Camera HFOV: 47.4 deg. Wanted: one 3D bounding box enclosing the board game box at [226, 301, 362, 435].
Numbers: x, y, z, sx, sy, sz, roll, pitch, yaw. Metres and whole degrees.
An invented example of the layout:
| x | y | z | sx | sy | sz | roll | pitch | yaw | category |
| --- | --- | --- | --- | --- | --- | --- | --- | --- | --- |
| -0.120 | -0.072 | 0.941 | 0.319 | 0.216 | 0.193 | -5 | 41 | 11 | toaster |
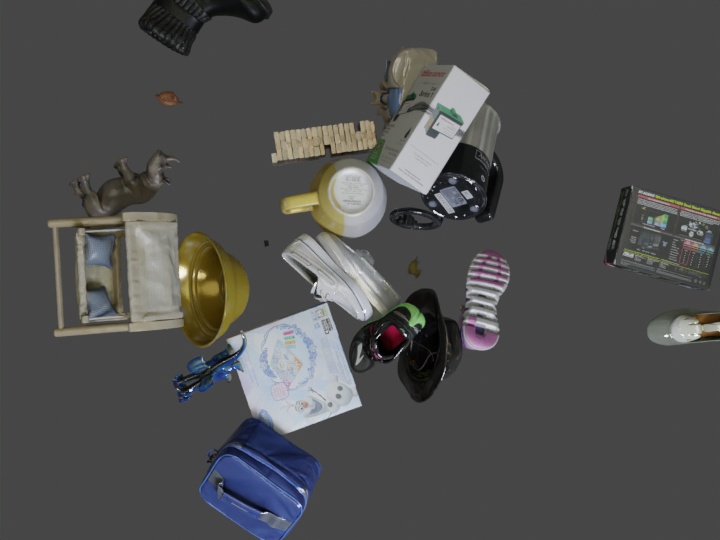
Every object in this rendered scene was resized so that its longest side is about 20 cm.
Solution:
| x | y | z | sx | sy | sz | roll | pitch | yaw | category |
| --- | --- | --- | --- | --- | --- | --- | --- | --- | --- |
| -0.121 | 0.186 | 1.509 | 0.196 | 0.043 | 0.203 | -19 | 92 | -4 | board game box |

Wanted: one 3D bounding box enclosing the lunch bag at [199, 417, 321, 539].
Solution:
| x | y | z | sx | sy | sz | roll | pitch | yaw | category |
| --- | --- | --- | --- | --- | --- | --- | --- | --- | --- |
| -0.183 | 0.369 | 1.439 | 0.199 | 0.133 | 0.137 | 33 | 118 | -2 | lunch bag |

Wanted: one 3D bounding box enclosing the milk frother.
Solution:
| x | y | z | sx | sy | sz | roll | pitch | yaw | category |
| --- | --- | --- | --- | --- | --- | --- | --- | --- | --- |
| 0.151 | -0.178 | 1.490 | 0.197 | 0.181 | 0.190 | 0 | 52 | 24 | milk frother |

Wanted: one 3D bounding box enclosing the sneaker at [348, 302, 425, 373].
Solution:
| x | y | z | sx | sy | sz | roll | pitch | yaw | category |
| --- | --- | --- | --- | --- | --- | --- | --- | --- | --- |
| 0.033 | 0.129 | 1.463 | 0.077 | 0.084 | 0.200 | 43 | 132 | -1 | sneaker |

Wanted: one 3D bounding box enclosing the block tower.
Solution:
| x | y | z | sx | sy | sz | roll | pitch | yaw | category |
| --- | --- | --- | --- | --- | --- | --- | --- | --- | --- |
| -0.068 | -0.235 | 1.507 | 0.197 | 0.054 | 0.059 | -10 | 90 | -4 | block tower |

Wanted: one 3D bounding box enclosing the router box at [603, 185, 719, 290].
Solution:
| x | y | z | sx | sy | sz | roll | pitch | yaw | category |
| --- | --- | --- | --- | --- | --- | --- | --- | --- | --- |
| 0.573 | -0.060 | 1.546 | 0.197 | 0.062 | 0.152 | 15 | 90 | -4 | router box |

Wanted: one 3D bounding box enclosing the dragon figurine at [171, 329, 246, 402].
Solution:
| x | y | z | sx | sy | sz | roll | pitch | yaw | category |
| --- | --- | --- | --- | --- | --- | --- | --- | --- | --- |
| -0.266 | 0.177 | 1.451 | 0.099 | 0.200 | 0.059 | -22 | 79 | -41 | dragon figurine |

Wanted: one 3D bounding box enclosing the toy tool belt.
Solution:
| x | y | z | sx | sy | sz | roll | pitch | yaw | category |
| --- | --- | --- | --- | --- | --- | --- | --- | --- | --- |
| 0.080 | -0.308 | 1.502 | 0.123 | 0.123 | 0.203 | 5 | 102 | -18 | toy tool belt |

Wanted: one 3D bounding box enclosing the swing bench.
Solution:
| x | y | z | sx | sy | sz | roll | pitch | yaw | category |
| --- | --- | --- | --- | --- | --- | --- | --- | --- | --- |
| -0.420 | 0.006 | 1.430 | 0.197 | 0.130 | 0.202 | -5 | 89 | 8 | swing bench |

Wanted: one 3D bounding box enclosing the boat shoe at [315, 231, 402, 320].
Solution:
| x | y | z | sx | sy | sz | roll | pitch | yaw | category |
| --- | --- | --- | --- | --- | --- | --- | --- | --- | --- |
| 0.000 | 0.000 | 1.509 | 0.068 | 0.072 | 0.200 | -41 | 86 | -23 | boat shoe |

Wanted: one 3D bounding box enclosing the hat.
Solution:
| x | y | z | sx | sy | sz | roll | pitch | yaw | category |
| --- | --- | --- | --- | --- | --- | --- | --- | --- | --- |
| 0.137 | 0.136 | 1.473 | 0.080 | 0.200 | 0.204 | 5 | 90 | -22 | hat |

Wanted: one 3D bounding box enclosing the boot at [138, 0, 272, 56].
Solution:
| x | y | z | sx | sy | sz | roll | pitch | yaw | category |
| --- | --- | --- | --- | --- | --- | --- | --- | --- | --- |
| -0.279 | -0.455 | 1.478 | 0.209 | 0.079 | 0.159 | 25 | 82 | 7 | boot |

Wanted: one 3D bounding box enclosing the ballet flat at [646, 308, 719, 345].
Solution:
| x | y | z | sx | sy | sz | roll | pitch | yaw | category |
| --- | --- | --- | --- | --- | --- | --- | --- | --- | --- |
| 0.646 | 0.105 | 1.551 | 0.197 | 0.064 | 0.069 | -4 | 90 | -4 | ballet flat |

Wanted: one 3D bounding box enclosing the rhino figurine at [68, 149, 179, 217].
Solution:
| x | y | z | sx | sy | sz | roll | pitch | yaw | category |
| --- | --- | --- | --- | --- | --- | --- | --- | --- | --- |
| -0.418 | -0.158 | 1.481 | 0.198 | 0.060 | 0.088 | -25 | 102 | -6 | rhino figurine |

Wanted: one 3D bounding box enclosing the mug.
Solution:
| x | y | z | sx | sy | sz | roll | pitch | yaw | category |
| --- | --- | --- | --- | --- | --- | --- | --- | --- | --- |
| -0.033 | -0.122 | 1.460 | 0.186 | 0.153 | 0.150 | -41 | 93 | -2 | mug |

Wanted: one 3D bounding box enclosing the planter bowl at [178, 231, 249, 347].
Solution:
| x | y | z | sx | sy | sz | roll | pitch | yaw | category |
| --- | --- | --- | --- | --- | --- | --- | --- | --- | --- |
| -0.254 | 0.032 | 1.458 | 0.083 | 0.199 | 0.204 | -2 | 90 | -39 | planter bowl |

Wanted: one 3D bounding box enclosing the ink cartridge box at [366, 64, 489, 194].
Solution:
| x | y | z | sx | sy | sz | roll | pitch | yaw | category |
| --- | --- | --- | --- | --- | --- | --- | --- | --- | --- |
| 0.111 | -0.242 | 1.384 | 0.084 | 0.146 | 0.202 | 31 | 93 | -21 | ink cartridge box |

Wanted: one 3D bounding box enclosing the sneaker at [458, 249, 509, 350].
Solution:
| x | y | z | sx | sy | sz | roll | pitch | yaw | category |
| --- | --- | --- | --- | --- | --- | --- | --- | --- | --- |
| 0.220 | 0.060 | 1.519 | 0.079 | 0.089 | 0.203 | 16 | 67 | -3 | sneaker |

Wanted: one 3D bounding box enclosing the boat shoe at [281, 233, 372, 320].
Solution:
| x | y | z | sx | sy | sz | roll | pitch | yaw | category |
| --- | --- | --- | --- | --- | --- | --- | --- | --- | --- |
| -0.063 | 0.025 | 1.487 | 0.065 | 0.074 | 0.200 | -39 | 75 | -24 | boat shoe |
